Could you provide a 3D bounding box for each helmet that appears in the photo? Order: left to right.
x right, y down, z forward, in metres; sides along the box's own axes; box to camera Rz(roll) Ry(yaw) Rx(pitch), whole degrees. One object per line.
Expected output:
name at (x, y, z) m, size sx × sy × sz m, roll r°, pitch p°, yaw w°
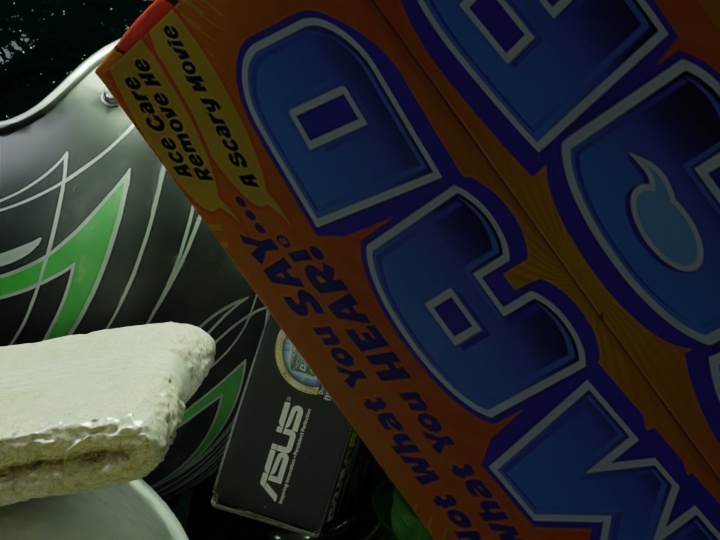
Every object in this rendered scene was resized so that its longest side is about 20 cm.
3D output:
helmet at (-0.110, 0.002, 1.134) m, size 0.190 × 0.201 × 0.200 m, roll -7°, pitch 14°, yaw 23°

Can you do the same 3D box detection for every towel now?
towel at (-0.158, 0.063, 0.981) m, size 0.199 × 0.035 × 0.133 m, roll -9°, pitch 14°, yaw 8°

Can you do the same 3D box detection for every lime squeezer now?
lime squeezer at (0.013, 0.106, 1.046) m, size 0.071 × 0.038 × 0.200 m, roll -37°, pitch 3°, yaw -11°

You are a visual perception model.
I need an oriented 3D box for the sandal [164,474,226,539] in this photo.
sandal at (-0.084, 0.101, 1.227) m, size 0.075 × 0.045 × 0.201 m, roll -157°, pitch 86°, yaw -82°

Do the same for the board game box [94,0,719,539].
board game box at (0.106, -0.048, 0.600) m, size 0.200 × 0.200 × 0.200 m, roll -37°, pitch 2°, yaw -36°

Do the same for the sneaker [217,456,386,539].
sneaker at (0.013, 0.071, 1.247) m, size 0.200 × 0.077 × 0.111 m, roll -42°, pitch -3°, yaw -17°

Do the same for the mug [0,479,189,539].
mug at (-0.107, 0.146, 0.985) m, size 0.199 × 0.148 × 0.175 m, roll -6°, pitch 8°, yaw -1°

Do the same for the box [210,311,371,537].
box at (0.000, 0.000, 1.033) m, size 0.160 × 0.044 × 0.201 m, roll 26°, pitch -99°, yaw -85°
